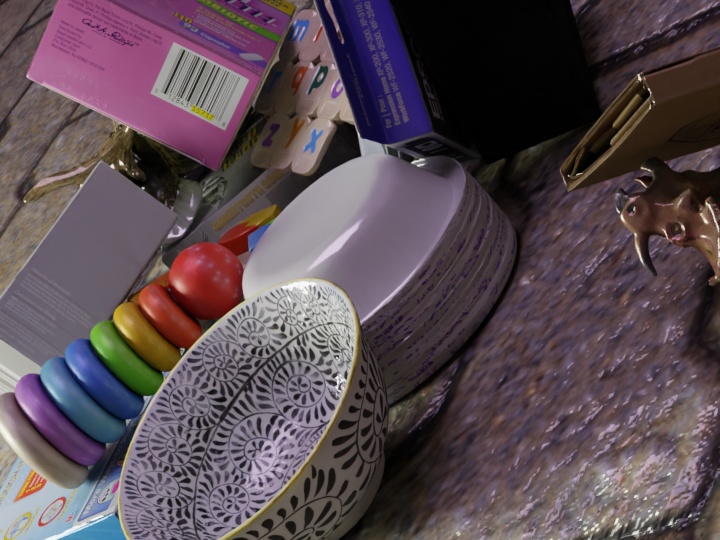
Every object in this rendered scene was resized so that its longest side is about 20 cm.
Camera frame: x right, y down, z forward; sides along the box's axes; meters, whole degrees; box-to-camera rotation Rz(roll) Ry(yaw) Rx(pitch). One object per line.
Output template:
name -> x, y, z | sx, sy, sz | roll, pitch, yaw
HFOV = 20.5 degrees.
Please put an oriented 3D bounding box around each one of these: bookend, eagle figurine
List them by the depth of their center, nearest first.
bookend -> 0.079, -0.219, 1.411 | 0.092, 0.199, 0.200 | -22, 42, 14
eagle figurine -> -0.185, -0.106, 1.757 | 0.151, 0.152, 0.200 | 9, 7, 15

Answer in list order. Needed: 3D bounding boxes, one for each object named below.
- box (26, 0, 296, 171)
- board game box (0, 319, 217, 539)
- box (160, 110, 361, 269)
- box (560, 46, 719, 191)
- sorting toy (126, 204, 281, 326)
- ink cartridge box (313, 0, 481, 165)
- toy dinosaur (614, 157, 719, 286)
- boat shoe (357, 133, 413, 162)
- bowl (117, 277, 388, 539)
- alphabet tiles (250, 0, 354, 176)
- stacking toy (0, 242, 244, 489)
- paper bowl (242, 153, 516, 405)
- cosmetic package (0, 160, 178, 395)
box -> -0.163, -0.195, 1.685 | 0.097, 0.175, 0.200 | -62, 5, 23
board game box -> -0.189, 0.151, 1.471 | 0.196, 0.056, 0.200 | -26, 27, 38
box -> -0.089, -0.086, 1.741 | 0.200, 0.048, 0.158 | -39, 21, 11
box -> 0.218, -0.099, 1.062 | 0.199, 0.021, 0.164 | -19, -11, -13
sorting toy -> -0.105, -0.001, 1.537 | 0.185, 0.037, 0.200 | -35, 8, -13
ink cartridge box -> 0.016, -0.176, 1.396 | 0.043, 0.199, 0.200 | -22, -9, 17
toy dinosaur -> 0.239, -0.023, 1.018 | 0.136, 0.086, 0.200 | -54, 37, -3
boat shoe -> 0.023, -0.131, 1.511 | 0.056, 0.201, 0.069 | -9, -13, 2
bowl -> -0.047, 0.112, 1.223 | 0.200, 0.094, 0.201 | -34, 33, 26
alphabet tiles -> -0.023, -0.169, 1.640 | 0.200, 0.015, 0.196 | 13, 78, 62
stacking toy -> -0.162, 0.057, 1.390 | 0.200, 0.085, 0.085 | -45, 21, 4
paper bowl -> 0.000, 0.000, 1.355 | 0.200, 0.104, 0.201 | -37, 21, 17
cosmetic package -> -0.238, 0.020, 1.593 | 0.107, 0.090, 0.200 | -46, 13, 48
